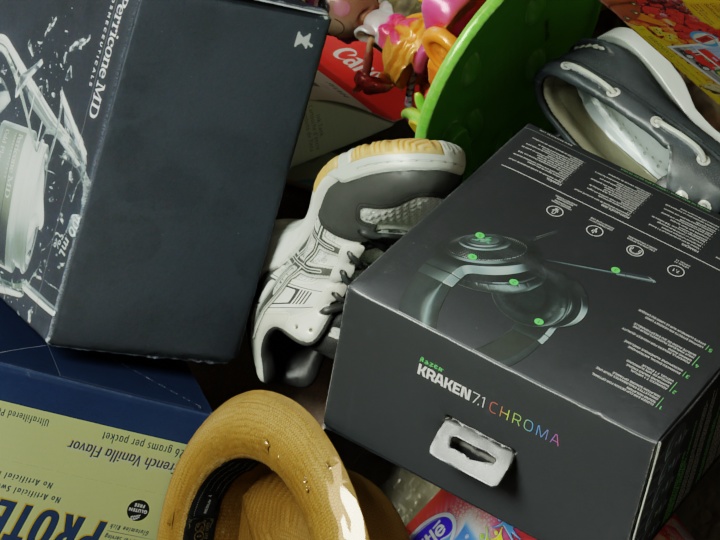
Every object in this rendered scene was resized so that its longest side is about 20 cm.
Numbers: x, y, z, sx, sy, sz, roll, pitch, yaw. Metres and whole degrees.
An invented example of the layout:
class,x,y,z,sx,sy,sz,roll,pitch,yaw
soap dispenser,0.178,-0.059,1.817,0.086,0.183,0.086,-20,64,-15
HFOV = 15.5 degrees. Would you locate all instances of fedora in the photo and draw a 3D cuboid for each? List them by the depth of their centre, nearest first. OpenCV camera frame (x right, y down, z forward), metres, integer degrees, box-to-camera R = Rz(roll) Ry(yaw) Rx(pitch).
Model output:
class,x,y,z,sx,sy,sz,roll,pitch,yaw
fedora,-0.027,0.160,1.316,0.200,0.081,0.202,-3,86,53

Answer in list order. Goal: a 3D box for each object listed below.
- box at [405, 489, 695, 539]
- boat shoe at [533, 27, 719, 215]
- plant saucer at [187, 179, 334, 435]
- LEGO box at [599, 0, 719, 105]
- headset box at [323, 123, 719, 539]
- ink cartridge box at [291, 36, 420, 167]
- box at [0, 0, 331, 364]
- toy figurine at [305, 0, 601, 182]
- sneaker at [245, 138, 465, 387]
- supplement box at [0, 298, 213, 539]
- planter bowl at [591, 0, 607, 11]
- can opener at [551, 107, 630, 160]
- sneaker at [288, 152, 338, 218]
class,x,y,z,sx,sy,sz,roll,pitch,yaw
box,0.070,0.177,1.366,0.200,0.095,0.100,-47,43,12
boat shoe,0.169,-0.045,1.388,0.200,0.060,0.076,46,144,29
plant saucer,-0.063,0.047,1.513,0.200,0.037,0.202,-20,58,36
LEGO box,0.238,-0.121,1.311,0.148,0.200,0.078,4,68,45
headset box,0.101,0.038,1.302,0.173,0.093,0.200,26,40,19
ink cartridge box,-0.046,-0.122,1.596,0.199,0.050,0.161,-24,34,-18
box,-0.134,-0.081,1.432,0.196,0.123,0.201,34,113,51
toy figurine,0.019,-0.145,1.464,0.184,0.200,0.150,38,70,23
sneaker,0.000,0.000,1.385,0.200,0.075,0.088,-42,48,54
supplement box,-0.192,0.117,1.455,0.200,0.134,0.201,-127,55,-65
planter bowl,0.151,-0.217,1.535,0.200,0.083,0.201,-23,52,33
can opener,0.084,-0.003,1.458,0.200,0.063,0.079,-40,74,-1
sneaker,0.017,-0.029,1.555,0.081,0.077,0.200,-45,54,-3
